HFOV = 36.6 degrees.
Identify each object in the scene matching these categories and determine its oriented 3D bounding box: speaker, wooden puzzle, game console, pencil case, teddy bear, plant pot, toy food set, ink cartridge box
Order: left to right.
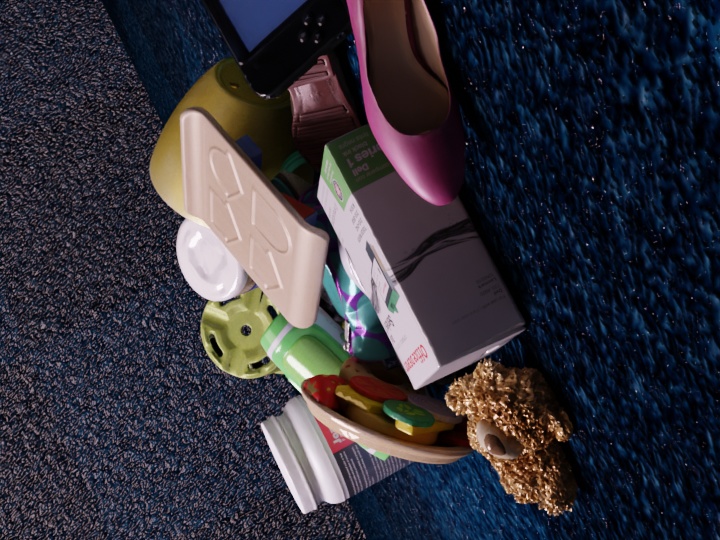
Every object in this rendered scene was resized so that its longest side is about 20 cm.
[{"bbox_3d":[-0.135,-0.160,1.260,0.201,0.197,0.143,56,140,37],"label":"plant pot"},{"bbox_3d":[-0.081,-0.275,0.865,0.202,0.175,0.116,60,-163,23],"label":"game console"},{"bbox_3d":[-0.104,-0.056,1.113,0.200,0.046,0.186,44,153,18],"label":"wooden puzzle"},{"bbox_3d":[-0.127,0.061,1.455,0.203,0.197,0.190,64,-167,-3],"label":"plant pot"},{"bbox_3d":[-0.022,0.124,1.259,0.200,0.089,0.089,42,166,7],"label":"speaker"},{"bbox_3d":[0.000,0.000,1.144,0.085,0.091,0.203,41,154,64],"label":"pencil case"},{"bbox_3d":[0.035,0.141,1.115,0.196,0.049,0.199,24,-171,32],"label":"toy food set"},{"bbox_3d":[0.045,-0.012,0.913,0.202,0.083,0.146,63,170,10],"label":"ink cartridge box"},{"bbox_3d":[0.125,0.147,0.934,0.147,0.066,0.200,61,170,5],"label":"teddy bear"}]

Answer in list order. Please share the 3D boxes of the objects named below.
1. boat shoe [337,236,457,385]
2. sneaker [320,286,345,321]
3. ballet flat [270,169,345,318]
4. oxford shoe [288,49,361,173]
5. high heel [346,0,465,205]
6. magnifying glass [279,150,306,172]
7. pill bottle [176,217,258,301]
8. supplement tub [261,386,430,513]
[{"bbox_3d":[0.042,0.030,1.078,0.066,0.069,0.203,15,130,66],"label":"boat shoe"},{"bbox_3d":[-0.046,0.002,1.313,0.076,0.112,0.202,54,165,40],"label":"sneaker"},{"bbox_3d":[-0.034,-0.038,1.205,0.067,0.062,0.202,23,144,55],"label":"ballet flat"},{"bbox_3d":[-0.037,-0.176,1.050,0.202,0.069,0.076,75,-169,-51],"label":"oxford shoe"},{"bbox_3d":[0.027,-0.142,0.734,0.096,0.066,0.203,-117,5,-88],"label":"high heel"},{"bbox_3d":[-0.024,-0.049,1.234,0.201,0.079,0.022,58,-171,-25],"label":"magnifying glass"},{"bbox_3d":[-0.124,-0.041,1.348,0.109,0.199,0.113,13,112,33],"label":"pill bottle"},{"bbox_3d":[-0.010,0.200,1.357,0.142,0.198,0.141,59,168,21],"label":"supplement tub"}]
